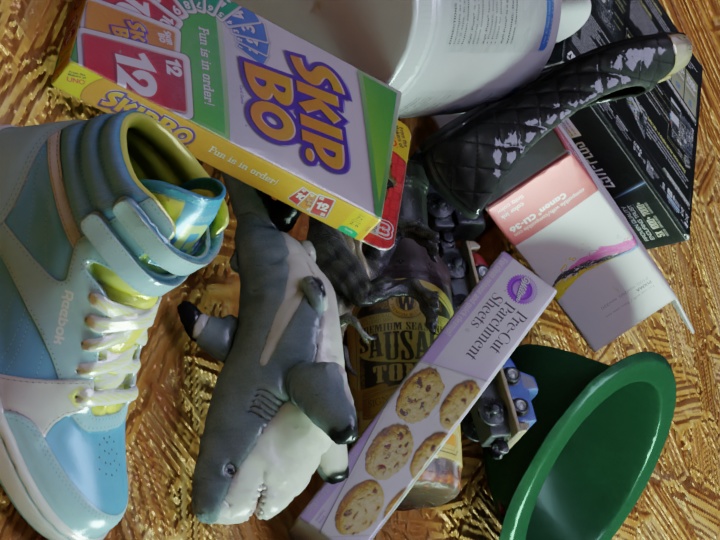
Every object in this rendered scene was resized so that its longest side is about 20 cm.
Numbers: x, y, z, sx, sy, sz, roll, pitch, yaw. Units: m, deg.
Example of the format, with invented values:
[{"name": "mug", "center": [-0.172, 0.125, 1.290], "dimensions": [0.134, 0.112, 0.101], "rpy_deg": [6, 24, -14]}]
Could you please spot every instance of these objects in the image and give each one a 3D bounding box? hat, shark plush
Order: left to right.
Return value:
[{"name": "shark plush", "center": [-0.053, 0.026, 1.279], "dimensions": [0.091, 0.083, 0.201], "rpy_deg": [123, -39, -81]}, {"name": "hat", "center": [0.085, 0.078, 1.576], "dimensions": [0.166, 0.176, 0.200], "rpy_deg": [5, 113, -58]}]

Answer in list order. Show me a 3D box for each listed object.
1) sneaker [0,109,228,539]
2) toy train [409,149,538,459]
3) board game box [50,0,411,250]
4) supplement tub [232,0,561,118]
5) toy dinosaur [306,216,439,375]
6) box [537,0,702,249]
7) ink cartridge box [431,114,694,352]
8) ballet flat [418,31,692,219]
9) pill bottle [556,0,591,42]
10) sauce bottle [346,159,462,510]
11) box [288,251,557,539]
[{"name": "sneaker", "center": [-0.111, 0.021, 1.134], "dimensions": [0.080, 0.130, 0.200], "rpy_deg": [-14, 91, -63]}, {"name": "toy train", "center": [0.067, 0.018, 1.479], "dimensions": [0.046, 0.034, 0.200], "rpy_deg": [0, 63, -26]}, {"name": "board game box", "center": [-0.058, -0.089, 1.289], "dimensions": [0.200, 0.030, 0.096], "rpy_deg": [28, 46, -21]}, {"name": "supplement tub", "center": [0.022, -0.153, 1.447], "dimensions": [0.200, 0.132, 0.132], "rpy_deg": [-8, 85, -62]}, {"name": "toy dinosaur", "center": [0.000, 0.000, 1.390], "dimensions": [0.047, 0.088, 0.200], "rpy_deg": [94, 0, -62]}, {"name": "box", "center": [0.152, -0.131, 1.713], "dimensions": [0.200, 0.086, 0.164], "rpy_deg": [48, 40, -41]}, {"name": "ink cartridge box", "center": [0.131, -0.030, 1.605], "dimensions": [0.200, 0.067, 0.117], "rpy_deg": [50, 9, -41]}, {"name": "ballet flat", "center": [0.120, -0.090, 1.488], "dimensions": [0.200, 0.066, 0.057], "rpy_deg": [-28, 86, -25]}, {"name": "pill bottle", "center": [0.089, -0.246, 1.601], "dimensions": [0.112, 0.112, 0.200], "rpy_deg": [27, 47, -54]}, {"name": "sauce bottle", "center": [0.022, 0.035, 1.438], "dimensions": [0.066, 0.066, 0.200], "rpy_deg": [26, 55, -55]}, {"name": "box", "center": [0.034, 0.077, 1.368], "dimensions": [0.041, 0.039, 0.200], "rpy_deg": [38, 66, 4]}]
